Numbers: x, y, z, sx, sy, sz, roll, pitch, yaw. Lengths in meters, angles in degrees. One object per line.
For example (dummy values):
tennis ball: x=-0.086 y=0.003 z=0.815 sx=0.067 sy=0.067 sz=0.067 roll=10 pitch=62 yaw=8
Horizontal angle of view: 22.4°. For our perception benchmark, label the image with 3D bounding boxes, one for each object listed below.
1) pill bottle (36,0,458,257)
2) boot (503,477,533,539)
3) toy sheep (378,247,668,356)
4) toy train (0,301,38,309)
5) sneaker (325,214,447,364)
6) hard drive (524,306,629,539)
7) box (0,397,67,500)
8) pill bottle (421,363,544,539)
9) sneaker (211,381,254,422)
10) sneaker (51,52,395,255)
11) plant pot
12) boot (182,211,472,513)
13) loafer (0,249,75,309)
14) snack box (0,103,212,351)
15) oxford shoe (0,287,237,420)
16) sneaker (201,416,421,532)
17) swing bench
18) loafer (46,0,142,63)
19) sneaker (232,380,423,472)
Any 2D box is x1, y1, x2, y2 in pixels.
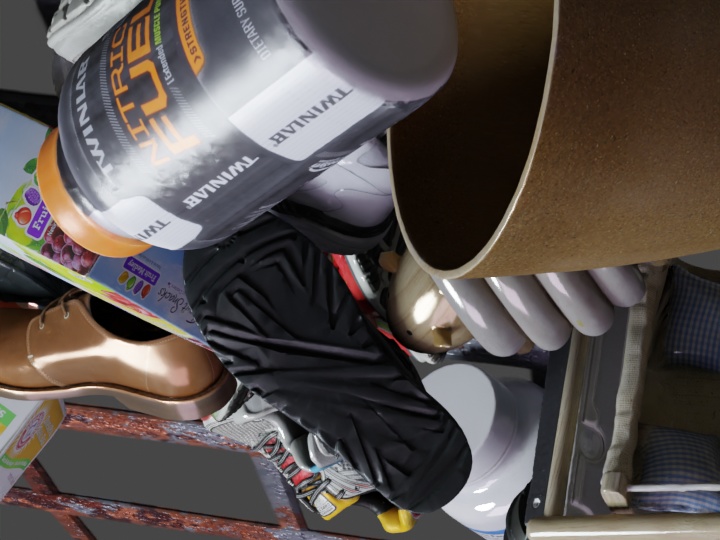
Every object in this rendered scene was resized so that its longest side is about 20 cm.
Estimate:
pill bottle: x=-0.059 y=-0.075 z=0.783 sx=0.106 sy=0.106 sz=0.200 roll=27 pitch=140 yaw=-30
boot: x=0.128 y=0.202 z=1.172 sx=0.211 sy=0.079 sz=0.158 roll=-7 pitch=136 yaw=-56
toy sheep: x=0.097 y=-0.023 z=0.942 sx=0.200 sy=0.138 sz=0.138 roll=-38 pitch=139 yaw=7
toy train: x=-0.264 y=0.006 z=1.239 sx=0.150 sy=0.056 sz=0.200 roll=-6 pitch=150 yaw=32
sneaker: x=0.000 y=0.000 z=1.096 sx=0.085 sy=0.077 sz=0.200 roll=10 pitch=154 yaw=23
hard drive: x=0.168 y=0.104 z=1.087 sx=0.140 sy=0.200 sz=0.038 roll=29 pitch=150 yaw=-30
box: x=-0.309 y=0.067 z=1.232 sx=0.200 sy=0.101 sz=0.112 roll=36 pitch=164 yaw=4
pill bottle: x=0.117 y=0.142 z=1.291 sx=0.112 sy=0.112 sz=0.200 roll=-9 pitch=147 yaw=37
sneaker: x=-0.082 y=0.022 z=1.134 sx=0.089 sy=0.077 sz=0.200 roll=44 pitch=152 yaw=14
sneaker: x=-0.054 y=-0.090 z=0.936 sx=0.200 sy=0.075 sz=0.115 roll=27 pitch=141 yaw=-12
plant pot: x=0.134 y=-0.079 z=0.777 sx=0.200 sy=0.186 sz=0.186 roll=6 pitch=157 yaw=-18
boot: x=-0.025 y=0.045 z=1.005 sx=0.200 sy=0.076 sz=0.168 roll=46 pitch=177 yaw=-8
loafer: x=-0.175 y=0.007 z=1.179 sx=0.073 sy=0.072 sz=0.200 roll=2 pitch=153 yaw=33
snack box: x=-0.171 y=-0.037 z=0.988 sx=0.200 sy=0.068 sz=0.169 roll=26 pitch=174 yaw=26
oxford shoe: x=-0.171 y=0.036 z=1.092 sx=0.200 sy=0.071 sz=0.071 roll=4 pitch=130 yaw=22
sneaker: x=-0.029 y=0.142 z=1.385 sx=0.200 sy=0.082 sz=0.078 roll=22 pitch=153 yaw=-20
swing bench: x=0.215 y=0.062 z=0.980 sx=0.130 sy=0.199 sz=0.200 roll=28 pitch=150 yaw=-31
loafer: x=-0.077 y=-0.138 z=0.844 sx=0.070 sy=0.070 sz=0.200 roll=36 pitch=146 yaw=-26
sneaker: x=-0.010 y=0.112 z=1.313 sx=0.200 sy=0.087 sz=0.075 roll=21 pitch=151 yaw=-22
